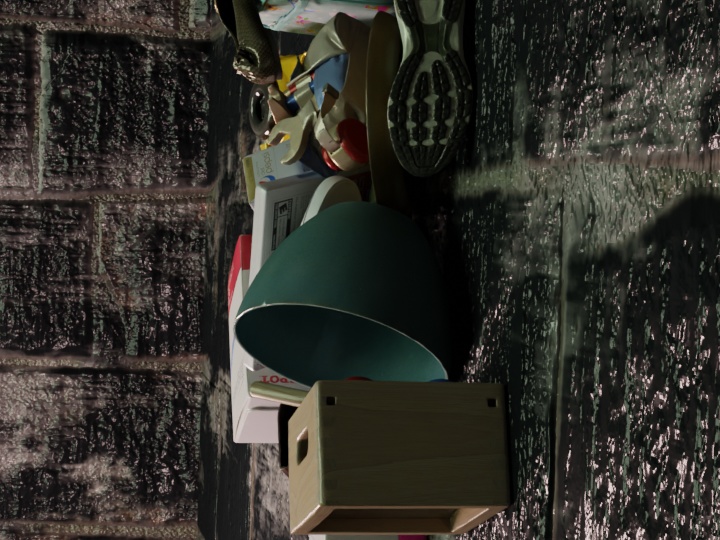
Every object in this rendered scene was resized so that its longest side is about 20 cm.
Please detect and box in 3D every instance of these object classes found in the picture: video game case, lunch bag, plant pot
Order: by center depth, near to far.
[{"bbox_3d":[-0.002,0.018,1.674,0.200,0.199,0.136,116,171,-65],"label":"plant pot"},{"bbox_3d":[0.035,-0.142,1.723,0.200,0.027,0.202,-1,-90,-79],"label":"plant pot"},{"bbox_3d":[-0.037,-0.011,1.860,0.023,0.181,0.201,30,125,41],"label":"video game case"},{"bbox_3d":[-0.041,-0.293,1.933,0.200,0.159,0.078,164,108,-78],"label":"lunch bag"}]

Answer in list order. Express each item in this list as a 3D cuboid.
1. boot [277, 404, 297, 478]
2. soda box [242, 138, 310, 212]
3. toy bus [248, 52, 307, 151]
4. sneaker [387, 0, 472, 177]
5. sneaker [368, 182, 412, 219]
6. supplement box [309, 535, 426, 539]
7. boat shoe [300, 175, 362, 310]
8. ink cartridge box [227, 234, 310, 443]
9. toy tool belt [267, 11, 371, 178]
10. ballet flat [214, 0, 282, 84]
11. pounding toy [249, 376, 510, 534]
[{"bbox_3d":[-0.036,0.244,1.865,0.166,0.072,0.201,46,-148,-40],"label":"boot"},{"bbox_3d":[-0.054,-0.042,1.910,0.200,0.063,0.068,60,-168,-46],"label":"soda box"},{"bbox_3d":[-0.022,-0.139,1.961,0.192,0.135,0.202,-6,85,63],"label":"toy bus"},{"bbox_3d":[0.066,-0.179,1.652,0.089,0.076,0.202,54,-141,-80],"label":"sneaker"},{"bbox_3d":[0.000,0.000,1.826,0.067,0.089,0.202,2,-91,-68],"label":"sneaker"},{"bbox_3d":[0.005,0.290,1.777,0.103,0.100,0.202,-172,84,-79],"label":"supplement box"},{"bbox_3d":[-0.053,-0.002,1.782,0.065,0.073,0.201,29,113,39],"label":"boat shoe"},{"bbox_3d":[-0.070,0.080,2.076,0.145,0.144,0.201,112,158,-61],"label":"ink cartridge box"},{"bbox_3d":[-0.032,-0.148,1.799,0.123,0.125,0.201,-35,32,34],"label":"toy tool belt"},{"bbox_3d":[-0.125,-0.250,1.888,0.200,0.046,0.068,-116,13,-48],"label":"ballet flat"},{"bbox_3d":[0.010,0.144,1.553,0.200,0.183,0.143,124,146,-70],"label":"pounding toy"}]
